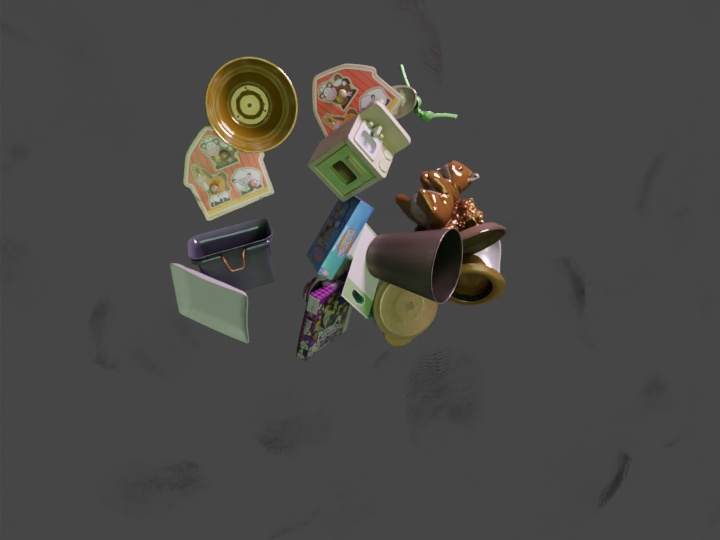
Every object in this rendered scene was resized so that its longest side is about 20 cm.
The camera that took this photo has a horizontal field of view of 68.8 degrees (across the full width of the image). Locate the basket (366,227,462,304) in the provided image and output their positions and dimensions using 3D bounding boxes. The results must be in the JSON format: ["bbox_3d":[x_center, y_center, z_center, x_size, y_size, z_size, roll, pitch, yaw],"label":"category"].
[{"bbox_3d":[0.126,-0.025,1.282,0.136,0.199,0.181,24,79,-51],"label":"basket"}]

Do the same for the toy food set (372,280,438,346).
[{"bbox_3d":[0.123,0.091,1.407,0.198,0.049,0.201,-37,110,-11],"label":"toy food set"}]

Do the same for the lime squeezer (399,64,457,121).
[{"bbox_3d":[0.157,-0.420,1.311,0.200,0.038,0.071,34,96,-23],"label":"lime squeezer"}]

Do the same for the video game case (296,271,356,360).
[{"bbox_3d":[-0.080,0.111,1.338,0.036,0.200,0.182,26,118,22],"label":"video game case"}]

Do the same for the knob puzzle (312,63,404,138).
[{"bbox_3d":[-0.027,-0.389,1.235,0.218,0.031,0.221,3,119,5],"label":"knob puzzle"}]

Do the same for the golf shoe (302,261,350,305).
[{"bbox_3d":[-0.072,0.014,1.363,0.072,0.092,0.200,32,95,-20],"label":"golf shoe"}]

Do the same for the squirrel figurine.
[{"bbox_3d":[0.230,-0.180,1.364,0.186,0.141,0.200,-40,98,-19],"label":"squirrel figurine"}]

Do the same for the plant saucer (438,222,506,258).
[{"bbox_3d":[0.281,-0.072,1.366,0.199,0.200,0.030,-19,75,-9],"label":"plant saucer"}]

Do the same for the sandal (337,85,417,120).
[{"bbox_3d":[0.042,-0.398,1.268,0.200,0.057,0.080,-11,106,-8],"label":"sandal"}]

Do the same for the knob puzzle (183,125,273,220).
[{"bbox_3d":[-0.318,-0.238,1.228,0.218,0.030,0.221,-5,109,-14],"label":"knob puzzle"}]

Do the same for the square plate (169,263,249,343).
[{"bbox_3d":[-0.350,0.076,1.249,0.199,0.029,0.199,22,139,7],"label":"square plate"}]

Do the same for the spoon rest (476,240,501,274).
[{"bbox_3d":[0.363,-0.021,1.496,0.099,0.061,0.201,-23,114,-8],"label":"spoon rest"}]

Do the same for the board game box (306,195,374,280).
[{"bbox_3d":[-0.055,-0.092,1.298,0.045,0.152,0.201,28,99,-24],"label":"board game box"}]

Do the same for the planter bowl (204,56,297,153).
[{"bbox_3d":[-0.246,-0.370,1.183,0.199,0.083,0.202,-5,109,-15],"label":"planter bowl"}]

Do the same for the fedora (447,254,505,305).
[{"bbox_3d":[0.300,0.019,1.441,0.199,0.082,0.201,6,146,4],"label":"fedora"}]

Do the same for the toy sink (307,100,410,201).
[{"bbox_3d":[-0.003,-0.270,1.220,0.199,0.112,0.130,-24,122,38],"label":"toy sink"}]

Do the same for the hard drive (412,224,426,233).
[{"bbox_3d":[0.171,-0.019,1.449,0.134,0.042,0.201,14,103,-20],"label":"hard drive"}]

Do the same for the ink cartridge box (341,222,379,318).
[{"bbox_3d":[0.000,0.000,1.324,0.146,0.048,0.201,46,58,-50],"label":"ink cartridge box"}]

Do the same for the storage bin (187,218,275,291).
[{"bbox_3d":[-0.295,-0.019,1.268,0.199,0.146,0.135,-18,123,-10],"label":"storage bin"}]

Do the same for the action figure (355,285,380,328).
[{"bbox_3d":[0.047,0.088,1.443,0.200,0.055,0.118,39,96,-20],"label":"action figure"}]
